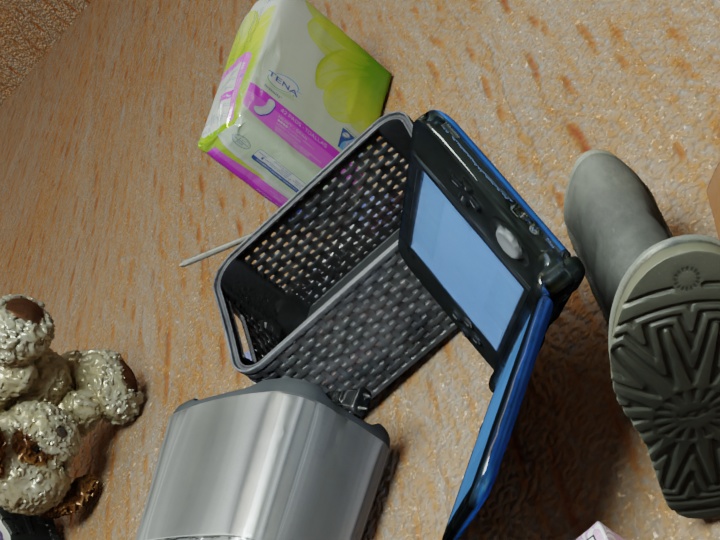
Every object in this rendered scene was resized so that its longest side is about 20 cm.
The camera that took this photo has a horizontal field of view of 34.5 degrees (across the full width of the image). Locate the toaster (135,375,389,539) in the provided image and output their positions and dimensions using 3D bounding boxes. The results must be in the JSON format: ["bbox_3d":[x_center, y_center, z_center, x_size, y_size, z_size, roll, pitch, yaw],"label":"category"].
[{"bbox_3d":[-0.065,0.155,0.778,0.200,0.114,0.130,-18,47,46],"label":"toaster"}]

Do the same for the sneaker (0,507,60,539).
[{"bbox_3d":[-0.313,0.293,1.070,0.088,0.076,0.200,-67,23,5],"label":"sneaker"}]

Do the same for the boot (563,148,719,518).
[{"bbox_3d":[0.145,0.000,0.583,0.072,0.182,0.200,-7,42,8],"label":"boot"}]

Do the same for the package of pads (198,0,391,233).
[{"bbox_3d":[-0.059,-0.153,1.080,0.068,0.154,0.200,-28,36,40],"label":"package of pads"}]

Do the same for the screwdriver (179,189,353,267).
[{"bbox_3d":[-0.069,-0.033,0.928,0.029,0.028,0.200,8,22,33],"label":"screwdriver"}]

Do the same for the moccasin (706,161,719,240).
[{"bbox_3d":[0.219,-0.010,0.555,0.202,0.073,0.078,-78,-2,-51],"label":"moccasin"}]

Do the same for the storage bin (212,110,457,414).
[{"bbox_3d":[0.000,0.000,0.847,0.200,0.094,0.135,-41,36,13],"label":"storage bin"}]

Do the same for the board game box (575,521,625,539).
[{"bbox_3d":[0.076,0.248,0.515,0.199,0.043,0.200,-44,28,16],"label":"board game box"}]

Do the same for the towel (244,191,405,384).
[{"bbox_3d":[-0.018,0.027,0.949,0.200,0.024,0.147,-53,28,0],"label":"towel"}]

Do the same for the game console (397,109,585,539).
[{"bbox_3d":[0.044,0.041,0.638,0.118,0.171,0.200,-36,-16,-14],"label":"game console"}]

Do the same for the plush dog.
[{"bbox_3d":[-0.318,0.146,1.091,0.160,0.200,0.172,-24,49,19],"label":"plush dog"}]
